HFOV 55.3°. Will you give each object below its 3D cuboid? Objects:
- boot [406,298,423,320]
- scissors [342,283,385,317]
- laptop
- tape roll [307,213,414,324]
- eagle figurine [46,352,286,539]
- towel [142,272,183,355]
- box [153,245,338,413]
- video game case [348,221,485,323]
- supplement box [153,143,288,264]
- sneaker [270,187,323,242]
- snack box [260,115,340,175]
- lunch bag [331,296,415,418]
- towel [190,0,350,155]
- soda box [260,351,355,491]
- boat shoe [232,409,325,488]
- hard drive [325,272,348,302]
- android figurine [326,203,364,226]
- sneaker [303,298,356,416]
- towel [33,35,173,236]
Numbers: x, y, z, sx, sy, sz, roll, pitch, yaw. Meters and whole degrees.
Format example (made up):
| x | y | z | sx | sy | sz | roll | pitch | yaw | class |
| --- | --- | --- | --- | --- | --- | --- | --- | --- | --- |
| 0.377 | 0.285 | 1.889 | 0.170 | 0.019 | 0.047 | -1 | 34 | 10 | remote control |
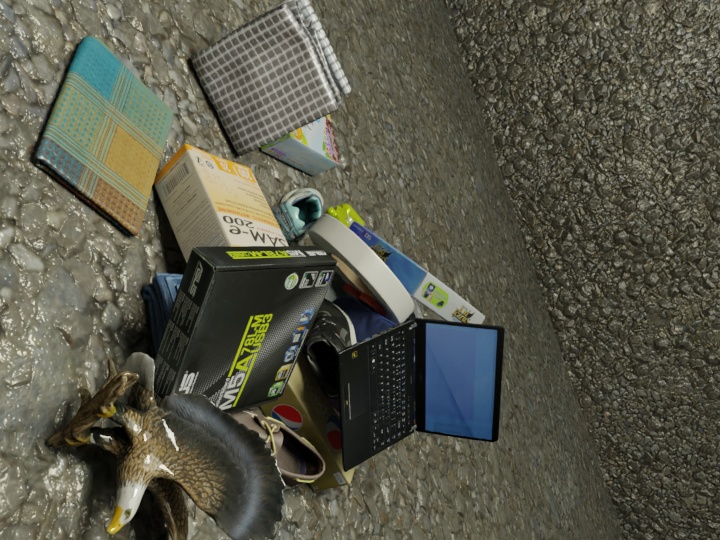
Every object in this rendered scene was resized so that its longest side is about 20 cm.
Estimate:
| x | y | z | sx | sy | sz | roll | pitch | yaw | class |
| --- | --- | --- | --- | --- | --- | --- | --- | --- | --- |
| 0.091 | 0.117 | 1.189 | 0.095 | 0.073 | 0.204 | 23 | 47 | -59 | boot |
| 0.026 | 0.075 | 1.074 | 0.014 | 0.072 | 0.201 | -53 | 148 | -13 | scissors |
| 0.078 | 0.165 | 0.878 | 0.197 | 0.102 | 0.181 | -20 | 119 | -34 | laptop |
| 0.000 | 0.000 | 1.035 | 0.203 | 0.037 | 0.203 | 45 | -8 | 8 | tape roll |
| -0.184 | 0.186 | 0.642 | 0.199 | 0.151 | 0.152 | 41 | 73 | -22 | eagle figurine |
| -0.177 | 0.060 | 0.846 | 0.199 | 0.048 | 0.114 | 2 | 72 | -65 | towel |
| -0.130 | 0.069 | 0.753 | 0.047 | 0.203 | 0.192 | 34 | 21 | 27 | box |
| 0.084 | 0.012 | 1.107 | 0.180 | 0.046 | 0.199 | 35 | 3 | -45 | video game case |
| -0.159 | -0.045 | 0.848 | 0.125 | 0.073 | 0.202 | 13 | 44 | -58 | supplement box |
| -0.088 | -0.089 | 1.085 | 0.079 | 0.085 | 0.200 | 62 | 25 | -12 | sneaker |
| -0.117 | -0.285 | 1.185 | 0.168 | 0.067 | 0.204 | 18 | 57 | -61 | snack box |
| 0.009 | 0.143 | 1.020 | 0.137 | 0.199 | 0.133 | -52 | 139 | -9 | lunch bag |
| -0.131 | -0.277 | 0.993 | 0.168 | 0.197 | 0.086 | 63 | 27 | -14 | towel |
| -0.075 | 0.203 | 0.945 | 0.203 | 0.063 | 0.068 | 63 | 26 | -20 | soda box |
| -0.117 | 0.215 | 0.851 | 0.200 | 0.059 | 0.073 | 48 | 35 | -41 | boat shoe |
| -0.020 | 0.099 | 1.170 | 0.139 | 0.032 | 0.204 | -23 | 94 | -66 | hard drive |
| -0.003 | -0.045 | 1.256 | 0.200 | 0.041 | 0.184 | 43 | 19 | -48 | android figurine |
| -0.046 | 0.096 | 0.935 | 0.088 | 0.075 | 0.202 | 53 | 6 | -49 | sneaker |
| -0.288 | -0.157 | 0.792 | 0.147 | 0.021 | 0.203 | 45 | 37 | -43 | towel |
